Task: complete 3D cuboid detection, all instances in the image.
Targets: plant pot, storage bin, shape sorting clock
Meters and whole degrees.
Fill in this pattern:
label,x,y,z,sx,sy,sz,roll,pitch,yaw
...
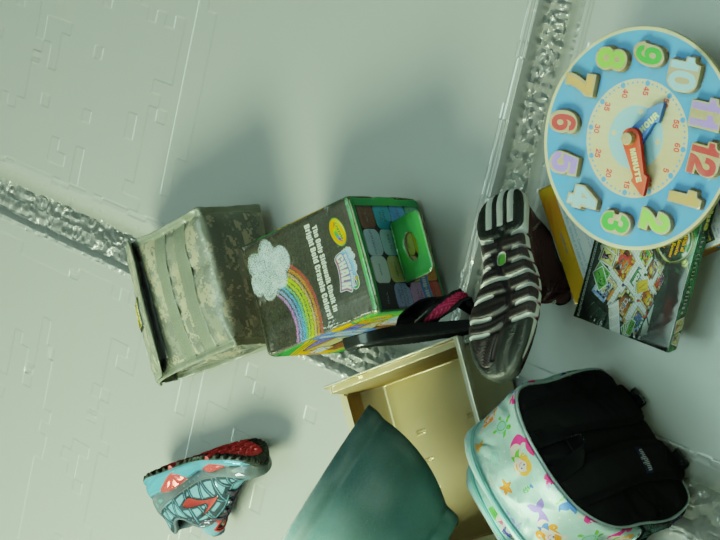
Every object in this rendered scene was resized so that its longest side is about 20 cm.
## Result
label,x,y,z,sx,sy,sz,roll,pitch,yaw
plant pot,0.009,0.249,1.554,0.134,0.200,0.201,33,113,5
storage bin,0.073,0.189,1.662,0.197,0.093,0.202,-23,78,36
shape sorting clock,0.249,-0.119,1.474,0.198,0.039,0.202,1,92,36

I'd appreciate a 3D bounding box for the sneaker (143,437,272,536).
label,x,y,z,sx,sy,sz,roll,pitch,yaw
sneaker,-0.162,0.253,1.871,0.199,0.079,0.096,-22,87,45

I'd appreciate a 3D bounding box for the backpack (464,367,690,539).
label,x,y,z,sx,sy,sz,roll,pitch,yaw
backpack,0.187,0.188,1.500,0.150,0.199,0.178,-42,68,26

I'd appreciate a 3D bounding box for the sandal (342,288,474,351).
label,x,y,z,sx,sy,sz,roll,pitch,yaw
sandal,0.069,0.044,1.594,0.075,0.198,0.046,-21,77,54

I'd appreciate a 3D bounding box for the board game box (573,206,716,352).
label,x,y,z,sx,sy,sz,roll,pitch,yaw
board game box,0.268,-0.037,1.499,0.104,0.023,0.202,23,105,36

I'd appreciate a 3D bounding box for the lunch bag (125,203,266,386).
label,x,y,z,sx,sy,sz,roll,pitch,yaw
lunch bag,-0.192,0.031,1.853,0.199,0.117,0.166,-23,78,42

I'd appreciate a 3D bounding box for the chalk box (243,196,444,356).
label,x,y,z,sx,sy,sz,roll,pitch,yaw
chalk box,0.000,0.000,1.687,0.199,0.123,0.126,-22,77,35

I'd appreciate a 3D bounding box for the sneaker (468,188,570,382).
label,x,y,z,sx,sy,sz,roll,pitch,yaw
sneaker,0.166,0.029,1.562,0.075,0.115,0.202,-16,54,36

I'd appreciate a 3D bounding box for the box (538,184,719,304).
label,x,y,z,sx,sy,sz,roll,pitch,yaw
box,0.272,-0.057,1.534,0.199,0.041,0.120,-24,77,33
